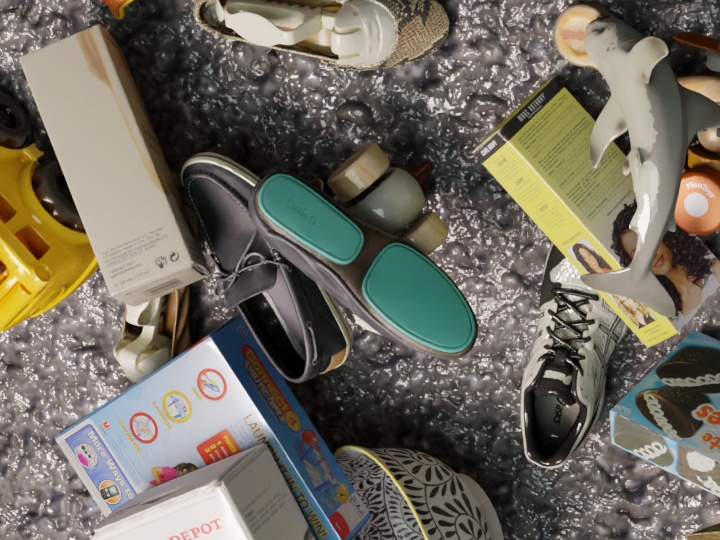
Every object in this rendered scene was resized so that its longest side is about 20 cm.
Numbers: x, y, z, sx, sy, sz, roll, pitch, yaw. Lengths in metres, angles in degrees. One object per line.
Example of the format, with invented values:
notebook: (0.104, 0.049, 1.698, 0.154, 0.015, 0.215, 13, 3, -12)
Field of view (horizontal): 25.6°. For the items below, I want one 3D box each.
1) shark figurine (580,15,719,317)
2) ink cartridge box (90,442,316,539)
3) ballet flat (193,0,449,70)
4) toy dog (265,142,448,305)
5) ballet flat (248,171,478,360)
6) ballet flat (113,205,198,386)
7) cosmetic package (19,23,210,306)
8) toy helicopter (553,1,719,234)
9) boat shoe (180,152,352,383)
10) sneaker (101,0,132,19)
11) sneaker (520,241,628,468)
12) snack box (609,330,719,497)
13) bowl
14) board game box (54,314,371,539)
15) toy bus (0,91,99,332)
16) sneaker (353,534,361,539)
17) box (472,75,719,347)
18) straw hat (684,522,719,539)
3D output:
shark figurine: (0.213, -0.080, 1.087, 0.089, 0.128, 0.217, -2, 84, -21)
ink cartridge box: (-0.100, 0.256, 1.243, 0.145, 0.085, 0.201, -24, 98, 30)
ballet flat: (-0.035, -0.185, 1.202, 0.198, 0.075, 0.068, 10, 113, 14)
toy dog: (-0.009, -0.037, 1.263, 0.199, 0.096, 0.133, -8, 113, 36)
ballet flat: (0.000, 0.000, 1.177, 0.199, 0.073, 0.073, 36, 118, 1)
ballet flat: (-0.177, 0.040, 1.343, 0.067, 0.072, 0.202, 19, 117, 16)
cosmetic package: (-0.190, -0.079, 1.241, 0.071, 0.105, 0.202, -22, 85, 0)
toy helicopter: (0.226, -0.132, 1.143, 0.200, 0.079, 0.133, 40, 125, 13)
boat shoe: (-0.079, -0.001, 1.225, 0.074, 0.062, 0.201, -24, 101, 42)
sneaker: (-0.124, -0.258, 1.217, 0.199, 0.073, 0.077, -19, 127, 28)
sneaker: (0.167, 0.062, 1.233, 0.075, 0.088, 0.202, 10, 113, 16)
snack box: (0.295, 0.122, 1.154, 0.199, 0.116, 0.037, 25, 138, 37)
bowl: (0.058, 0.226, 1.313, 0.201, 0.094, 0.202, 44, 143, 46)
board game box: (-0.124, 0.170, 1.306, 0.195, 0.056, 0.201, -32, 92, 30)
toy bus: (-0.328, -0.037, 1.296, 0.136, 0.192, 0.200, -40, 94, 29)
sneaker: (-0.055, 0.274, 1.358, 0.077, 0.088, 0.200, 64, 152, 12)
box: (0.180, -0.043, 1.181, 0.200, 0.075, 0.050, 47, 153, -2)
straw hat: (0.345, 0.168, 1.203, 0.199, 0.201, 0.086, 1, 76, 18)
